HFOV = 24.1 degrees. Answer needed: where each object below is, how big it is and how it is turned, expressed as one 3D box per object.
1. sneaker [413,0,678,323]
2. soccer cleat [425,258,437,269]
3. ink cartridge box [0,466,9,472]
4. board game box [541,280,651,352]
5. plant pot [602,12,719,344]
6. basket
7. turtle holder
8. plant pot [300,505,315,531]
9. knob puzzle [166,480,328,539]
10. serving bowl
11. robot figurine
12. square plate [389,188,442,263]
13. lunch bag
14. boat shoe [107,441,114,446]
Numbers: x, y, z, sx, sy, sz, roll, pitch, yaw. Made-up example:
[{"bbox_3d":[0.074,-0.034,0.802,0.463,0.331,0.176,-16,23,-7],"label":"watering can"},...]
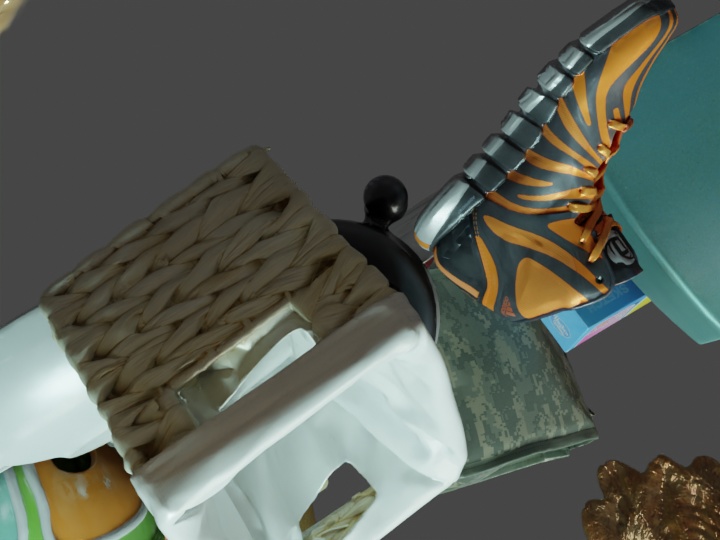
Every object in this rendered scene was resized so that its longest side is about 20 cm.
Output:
[{"bbox_3d":[0.129,-0.052,0.933,0.200,0.112,0.078,-50,168,25],"label":"sneaker"},{"bbox_3d":[0.031,0.001,1.436,0.073,0.068,0.200,-6,166,-25],"label":"soccer cleat"},{"bbox_3d":[-0.310,0.150,0.977,0.200,0.045,0.176,-32,176,15],"label":"ink cartridge box"},{"bbox_3d":[0.193,-0.042,1.339,0.200,0.153,0.040,-27,164,-34],"label":"board game box"},{"bbox_3d":[0.242,-0.054,1.230,0.141,0.200,0.141,-29,176,-3],"label":"plant pot"},{"bbox_3d":[-0.045,0.055,0.763,0.136,0.123,0.200,-36,155,-7],"label":"basket"},{"bbox_3d":[-0.216,0.163,1.132,0.141,0.132,0.185,-21,-170,-19],"label":"turtle holder"},{"bbox_3d":[-0.129,0.191,1.575,0.186,0.200,0.186,-29,175,-3],"label":"plant pot"},{"bbox_3d":[-0.116,0.145,1.271,0.220,0.220,0.030,-27,-151,-32],"label":"knob puzzle"},{"bbox_3d":[-0.132,0.050,0.892,0.200,0.066,0.200,-30,175,-3],"label":"serving bowl"},{"bbox_3d":[-0.011,0.030,1.017,0.150,0.125,0.200,-32,179,3],"label":"robot figurine"},{"bbox_3d":[0.000,0.000,1.227,0.198,0.028,0.200,-33,-175,28],"label":"square plate"},{"bbox_3d":[0.086,0.081,1.315,0.200,0.164,0.118,-9,165,-41],"label":"lunch bag"},{"bbox_3d":[-0.123,0.109,1.066,0.067,0.057,0.200,1,153,22],"label":"boat shoe"}]
